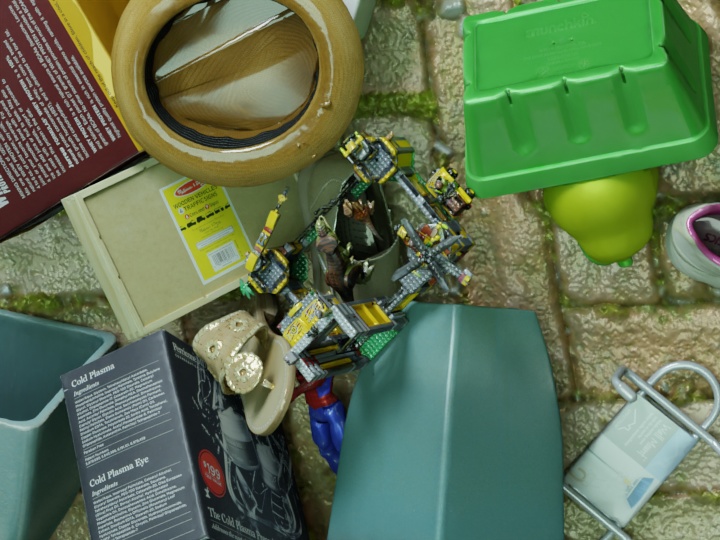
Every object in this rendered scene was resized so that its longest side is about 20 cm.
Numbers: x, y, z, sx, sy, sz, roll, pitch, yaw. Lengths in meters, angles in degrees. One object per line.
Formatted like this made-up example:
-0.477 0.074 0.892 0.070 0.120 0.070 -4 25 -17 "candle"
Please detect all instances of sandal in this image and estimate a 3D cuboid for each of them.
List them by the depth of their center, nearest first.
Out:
-0.104 0.065 1.654 0.069 0.212 0.078 21 108 -15 "sandal"

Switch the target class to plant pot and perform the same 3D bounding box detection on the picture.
0.073 0.127 1.648 0.141 0.141 0.202 1 88 51 "plant pot"
-0.334 0.162 1.754 0.194 0.196 0.201 11 114 11 "plant pot"

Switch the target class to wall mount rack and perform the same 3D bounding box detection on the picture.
0.240 0.180 1.672 0.173 0.075 0.200 39 108 3 "wall mount rack"

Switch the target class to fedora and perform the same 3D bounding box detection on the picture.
-0.093 -0.163 1.592 0.199 0.082 0.202 2 109 6 "fedora"

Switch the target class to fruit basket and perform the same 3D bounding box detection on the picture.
0.182 -0.110 1.613 0.214 0.156 0.216 1 144 1 "fruit basket"

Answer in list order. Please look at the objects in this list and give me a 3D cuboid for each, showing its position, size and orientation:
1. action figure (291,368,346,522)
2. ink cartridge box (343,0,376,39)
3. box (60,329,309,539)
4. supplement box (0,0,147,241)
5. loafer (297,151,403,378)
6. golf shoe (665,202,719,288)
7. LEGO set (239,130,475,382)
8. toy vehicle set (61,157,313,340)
-0.043 0.134 1.694 0.065 0.099 0.201 6 118 44 "action figure"
-0.075 -0.281 1.645 0.199 0.088 0.146 19 105 7 "ink cartridge box"
-0.136 0.174 1.663 0.104 0.200 0.183 -25 62 16 "box"
-0.274 -0.151 1.696 0.199 0.133 0.198 -30 93 17 "supplement box"
0.000 0.000 1.683 0.075 0.068 0.201 -21 97 -23 "loafer"
0.335 -0.006 1.597 0.199 0.092 0.076 13 82 10 "golf shoe"
-0.013 -0.009 1.580 0.200 0.116 0.154 -37 78 23 "LEGO set"
-0.131 -0.041 1.667 0.026 0.199 0.125 -16 99 57 "toy vehicle set"
